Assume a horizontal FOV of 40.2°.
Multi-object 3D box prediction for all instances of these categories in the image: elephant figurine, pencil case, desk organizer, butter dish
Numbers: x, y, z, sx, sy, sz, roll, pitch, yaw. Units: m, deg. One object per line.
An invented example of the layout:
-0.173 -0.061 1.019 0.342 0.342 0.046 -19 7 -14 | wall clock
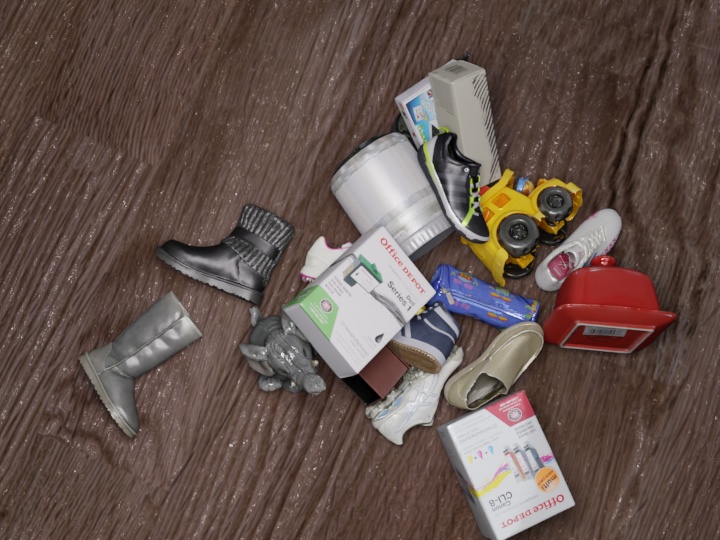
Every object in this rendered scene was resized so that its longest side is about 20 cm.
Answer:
-0.123 0.128 1.606 0.153 0.200 0.143 9 80 0 | elephant figurine
0.208 0.055 1.690 0.198 0.087 0.079 21 100 0 | pencil case
-0.021 0.125 1.631 0.200 0.072 0.077 46 58 -4 | desk organizer
0.408 0.046 1.655 0.198 0.200 0.149 5 69 -1 | butter dish

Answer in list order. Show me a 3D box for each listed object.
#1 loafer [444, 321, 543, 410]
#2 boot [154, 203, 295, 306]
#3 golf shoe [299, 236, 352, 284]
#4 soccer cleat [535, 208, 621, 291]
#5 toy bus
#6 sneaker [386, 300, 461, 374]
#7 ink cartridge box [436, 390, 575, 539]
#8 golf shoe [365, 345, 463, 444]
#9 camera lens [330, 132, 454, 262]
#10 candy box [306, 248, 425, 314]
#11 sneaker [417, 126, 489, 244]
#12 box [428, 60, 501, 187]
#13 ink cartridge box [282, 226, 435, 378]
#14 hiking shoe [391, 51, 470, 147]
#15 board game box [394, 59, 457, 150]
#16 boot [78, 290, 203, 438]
0.232 0.167 1.636 0.200 0.068 0.076 -41 120 1 | loafer
-0.232 -0.048 1.694 0.209 0.079 0.159 23 85 -7 | boot
0.000 0.000 1.675 0.198 0.075 0.092 15 75 -1 | golf shoe
0.389 -0.037 1.715 0.200 0.086 0.070 -42 84 -10 | soccer cleat
0.258 -0.105 1.713 0.200 0.136 0.192 -41 68 -11 | toy bus
0.074 0.089 1.663 0.199 0.070 0.109 25 58 23 | sneaker
0.235 0.320 1.615 0.144 0.145 0.201 -24 82 -7 | ink cartridge box
0.107 0.212 1.677 0.199 0.078 0.098 -38 101 -4 | golf shoe
0.056 -0.121 1.679 0.159 0.160 0.201 -34 83 -8 | camera lens
0.005 0.056 1.714 0.199 0.026 0.103 31 84 4 | candy box
0.166 -0.140 1.605 0.083 0.072 0.201 -32 86 29 | sneaker
0.177 -0.243 1.655 0.068 0.082 0.201 -25 123 -17 | box
0.001 0.048 1.564 0.200 0.084 0.146 -44 99 -25 | ink cartridge box
0.121 -0.304 1.742 0.076 0.101 0.200 37 77 19 | hiking shoe
0.153 -0.246 1.710 0.126 0.035 0.201 -34 124 -9 | board game box
-0.354 0.158 1.665 0.199 0.073 0.183 -30 84 -14 | boot
